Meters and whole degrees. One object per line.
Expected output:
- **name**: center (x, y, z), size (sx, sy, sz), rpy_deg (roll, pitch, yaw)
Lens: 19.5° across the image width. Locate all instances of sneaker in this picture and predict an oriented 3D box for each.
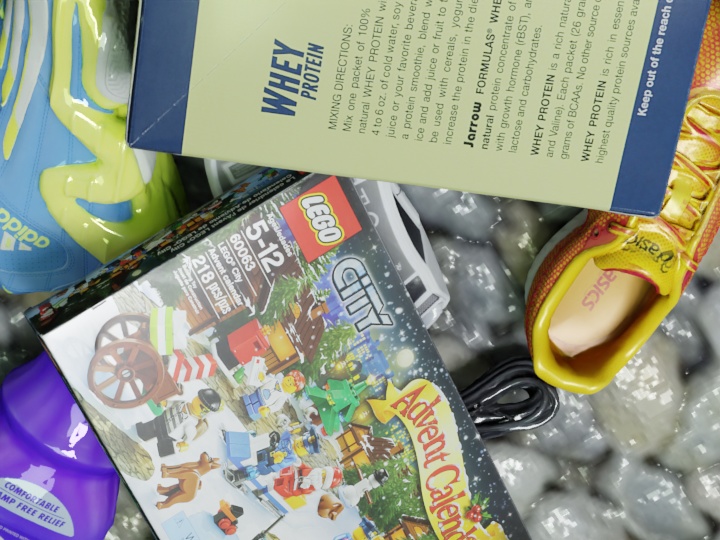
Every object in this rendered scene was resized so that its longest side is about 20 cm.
- **sneaker**: center (-0.135, -0.067, 0.842), size (0.105, 0.076, 0.201), rpy_deg (-9, 118, 4)
- **sneaker**: center (0.132, -0.033, 0.865), size (0.073, 0.077, 0.200), rpy_deg (20, 114, -9)

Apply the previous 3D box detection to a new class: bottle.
- **bottle**: center (-0.151, 0.102, 0.934), size (0.083, 0.065, 0.200), rpy_deg (29, 113, -14)

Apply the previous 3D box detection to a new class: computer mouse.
- **computer mouse**: center (0.000, 0.000, 0.895), size (0.109, 0.044, 0.200), rpy_deg (-24, 114, 7)

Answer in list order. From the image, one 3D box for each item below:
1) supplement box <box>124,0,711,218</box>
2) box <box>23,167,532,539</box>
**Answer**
- **supplement box**: center (0.025, -0.147, 0.770), size (0.199, 0.134, 0.201), rpy_deg (7, 117, -5)
- **box**: center (-0.029, 0.067, 0.856), size (0.136, 0.038, 0.200), rpy_deg (-32, 113, -10)
